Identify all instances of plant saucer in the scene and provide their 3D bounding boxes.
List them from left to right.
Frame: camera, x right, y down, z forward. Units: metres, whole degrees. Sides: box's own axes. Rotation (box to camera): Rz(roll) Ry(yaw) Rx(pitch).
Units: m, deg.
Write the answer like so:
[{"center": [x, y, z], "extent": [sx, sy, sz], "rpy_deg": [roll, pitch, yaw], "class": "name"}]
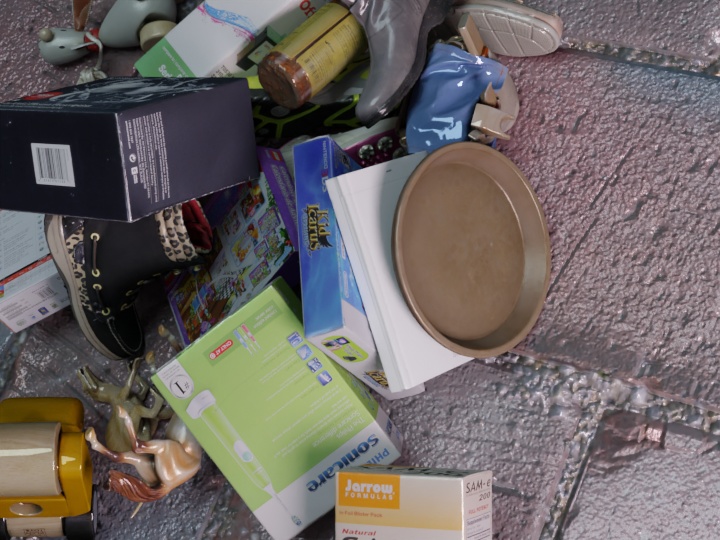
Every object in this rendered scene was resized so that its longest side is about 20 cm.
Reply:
[{"center": [0.100, -0.018, 1.461], "extent": [0.029, 0.200, 0.201], "rpy_deg": [-9, 61, 50], "class": "plant saucer"}]

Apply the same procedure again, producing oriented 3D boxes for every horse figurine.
[{"center": [-0.182, 0.151, 1.533], "extent": [0.050, 0.133, 0.200], "rpy_deg": [-13, 39, 52], "class": "horse figurine"}]

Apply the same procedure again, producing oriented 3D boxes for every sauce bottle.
[{"center": [-0.019, -0.242, 1.601], "extent": [0.066, 0.066, 0.200], "rpy_deg": [29, 57, 33], "class": "sauce bottle"}]

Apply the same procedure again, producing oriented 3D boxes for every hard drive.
[{"center": [0.045, -0.002, 1.458], "extent": [0.026, 0.132, 0.201], "rpy_deg": [-16, 93, 43], "class": "hard drive"}]

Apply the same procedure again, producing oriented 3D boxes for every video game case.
[{"center": [0.000, 0.000, 1.497], "extent": [0.045, 0.181, 0.201], "rpy_deg": [-15, 62, 20], "class": "video game case"}]

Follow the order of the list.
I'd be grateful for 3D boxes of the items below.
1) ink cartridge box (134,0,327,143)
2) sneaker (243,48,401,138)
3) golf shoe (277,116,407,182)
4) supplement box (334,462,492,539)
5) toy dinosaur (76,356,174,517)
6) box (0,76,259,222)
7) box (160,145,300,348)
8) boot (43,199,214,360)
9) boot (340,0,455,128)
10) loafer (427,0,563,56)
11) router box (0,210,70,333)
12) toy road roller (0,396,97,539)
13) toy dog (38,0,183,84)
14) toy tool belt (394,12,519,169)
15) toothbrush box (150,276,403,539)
[{"center": [-0.116, -0.228, 1.678], "extent": [0.200, 0.145, 0.084], "rpy_deg": [-41, 57, 3], "class": "ink cartridge box"}, {"center": [-0.060, -0.189, 1.643], "extent": [0.199, 0.075, 0.077], "rpy_deg": [-4, 65, -16], "class": "sneaker"}, {"center": [-0.039, -0.116, 1.636], "extent": [0.199, 0.075, 0.092], "rpy_deg": [-29, 55, 10], "class": "golf shoe"}, {"center": [0.046, 0.273, 1.375], "extent": [0.125, 0.073, 0.201], "rpy_deg": [-1, 89, 26], "class": "supplement box"}, {"center": [-0.226, 0.158, 1.622], "extent": [0.101, 0.058, 0.200], "rpy_deg": [-49, 48, 17], "class": "toy dinosaur"}, {"center": [-0.234, -0.123, 1.528], "extent": [0.199, 0.182, 0.105], "rpy_deg": [6, 108, 37], "class": "box"}, {"center": [-0.126, -0.010, 1.596], "extent": [0.200, 0.039, 0.137], "rpy_deg": [-47, 51, 34], "class": "box"}, {"center": [-0.219, 0.006, 1.600], "extent": [0.153, 0.204, 0.074], "rpy_deg": [-7, 38, 16], "class": "boot"}, {"center": [0.006, -0.248, 1.552], "extent": [0.070, 0.131, 0.201], "rpy_deg": [-24, 38, 57], "class": "boot"}, {"center": [0.122, -0.269, 1.631], "extent": [0.199, 0.072, 0.063], "rpy_deg": [10, 62, 33], "class": "loafer"}, {"center": [-0.313, -0.050, 1.725], "extent": [0.199, 0.049, 0.180], "rpy_deg": [-27, 44, 13], "class": "router box"}, {"center": [-0.327, 0.178, 1.565], "extent": [0.122, 0.200, 0.147], "rpy_deg": [-1, 60, -3], "class": "toy road roller"}, {"center": [-0.293, -0.289, 1.821], "extent": [0.199, 0.096, 0.132], "rpy_deg": [-31, 57, 10], "class": "toy dog"}, {"center": [0.090, -0.140, 1.541], "extent": [0.124, 0.123, 0.201], "rpy_deg": [8, 70, 14], "class": "toy tool belt"}, {"center": [-0.076, 0.130, 1.475], "extent": [0.145, 0.086, 0.200], "rpy_deg": [-38, 91, 6], "class": "toothbrush box"}]
